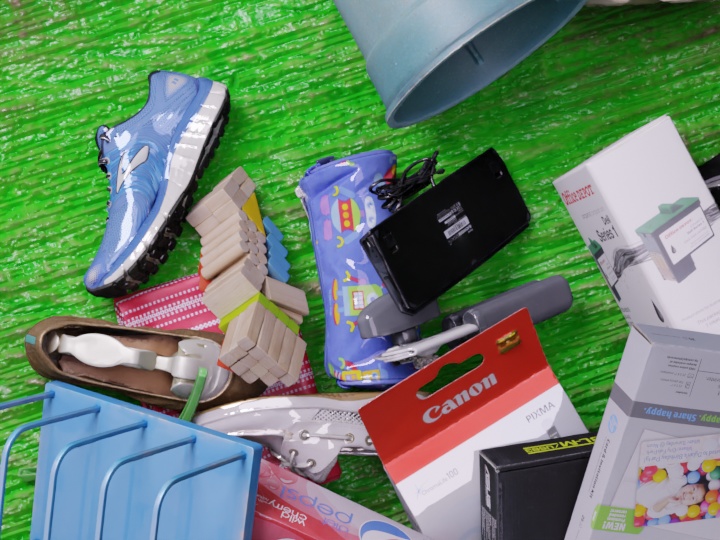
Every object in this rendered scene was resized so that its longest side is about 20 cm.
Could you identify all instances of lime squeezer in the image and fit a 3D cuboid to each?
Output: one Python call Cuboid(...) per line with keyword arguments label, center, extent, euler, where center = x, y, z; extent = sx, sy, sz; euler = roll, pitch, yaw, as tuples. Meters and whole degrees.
Cuboid(label="lime squeezer", center=(-0.176, 0.138, 1.461), extent=(0.200, 0.038, 0.071), euler=(-29, 109, 26))

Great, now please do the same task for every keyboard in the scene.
Cuboid(label="keyboard", center=(0.059, -0.042, 1.482), extent=(0.200, 0.040, 0.104), euler=(-34, 101, -49))

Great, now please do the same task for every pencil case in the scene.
Cuboid(label="pencil case", center=(0.000, 0.000, 1.494), extent=(0.086, 0.078, 0.201), euler=(-9, 87, -1))

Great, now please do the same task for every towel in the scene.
Cuboid(label="towel", center=(-0.109, 0.098, 1.504), extent=(0.144, 0.022, 0.201), euler=(-17, 88, -8))

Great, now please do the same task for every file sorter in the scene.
Cuboid(label="file sorter", center=(-0.195, 0.181, 1.365), extent=(0.199, 0.123, 0.139), euler=(14, 103, 29))

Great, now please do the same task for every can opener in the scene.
Cuboid(label="can opener", center=(0.089, 0.035, 1.471), extent=(0.199, 0.053, 0.067), euler=(-15, 91, -38))

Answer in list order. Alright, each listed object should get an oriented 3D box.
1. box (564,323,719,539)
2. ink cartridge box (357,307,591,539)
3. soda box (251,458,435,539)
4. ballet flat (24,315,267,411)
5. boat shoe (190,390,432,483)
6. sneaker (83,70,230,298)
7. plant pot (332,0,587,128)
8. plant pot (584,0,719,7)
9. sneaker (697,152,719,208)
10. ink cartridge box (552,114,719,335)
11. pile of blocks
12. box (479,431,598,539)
Cuboid(label="box", center=(0.255, 0.147, 1.415), extent=(0.155, 0.041, 0.201), euler=(9, 110, -20))
Cuboid(label="ink cartridge box", center=(0.103, 0.147, 1.459), extent=(0.160, 0.047, 0.200), euler=(-31, 129, -7))
Cuboid(label="soda box", center=(-0.021, 0.220, 1.427), extent=(0.199, 0.070, 0.064), euler=(26, 119, -3))
Cuboid(label="ballet flat", center=(-0.167, 0.071, 1.451), extent=(0.199, 0.072, 0.068), euler=(12, 84, -6))
Cuboid(label="boat shoe", center=(-0.036, 0.135, 1.463), extent=(0.199, 0.071, 0.070), euler=(-2, 82, -10))
Cuboid(label="sneaker", center=(-0.180, -0.072, 1.489), extent=(0.089, 0.079, 0.201), euler=(22, 77, 6))
Cuboid(label="plant pot", center=(0.051, -0.250, 1.471), extent=(0.200, 0.200, 0.196), euler=(-34, 83, -8))
Cuboid(label="plant pot", center=(0.243, -0.311, 1.504), extent=(0.200, 0.200, 0.184), euler=(-3, 98, -7))
Cuboid(label="sneaker", center=(0.351, -0.114, 1.559), extent=(0.199, 0.076, 0.088), euler=(-19, 74, -11))
Cuboid(label="ink cartridge box", center=(0.247, -0.013, 1.492), extent=(0.084, 0.146, 0.201), euler=(-29, 89, -6))
Cuboid(label="pile of blocks", center=(-0.095, 0.014, 1.475), extent=(0.062, 0.082, 0.201), euler=(-34, 50, 29))
Cuboid(label="box", center=(0.192, 0.227, 1.474), extent=(0.192, 0.048, 0.201), euler=(-7, 107, -18))
